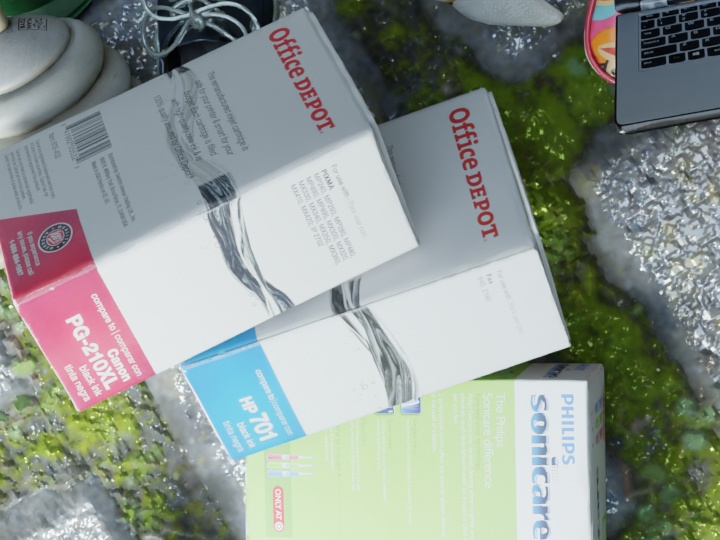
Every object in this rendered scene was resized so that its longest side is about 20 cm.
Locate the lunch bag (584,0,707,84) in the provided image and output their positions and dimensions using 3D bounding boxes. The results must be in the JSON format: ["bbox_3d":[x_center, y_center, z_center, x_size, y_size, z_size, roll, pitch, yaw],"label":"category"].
[{"bbox_3d":[0.231,-0.166,1.103,0.199,0.082,0.177,17,98,12],"label":"lunch bag"}]

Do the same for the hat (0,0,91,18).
[{"bbox_3d":[-0.240,-0.206,1.158,0.165,0.176,0.201,-4,94,15],"label":"hat"}]

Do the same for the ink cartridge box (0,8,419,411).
[{"bbox_3d":[-0.086,-0.036,1.065,0.199,0.145,0.085,-26,127,-1],"label":"ink cartridge box"}]

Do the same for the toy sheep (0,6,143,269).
[{"bbox_3d":[-0.183,-0.079,1.174,0.137,0.138,0.200,-16,129,14],"label":"toy sheep"}]

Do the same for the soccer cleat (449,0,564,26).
[{"bbox_3d":[0.108,-0.233,1.140,0.086,0.070,0.201,18,102,-3],"label":"soccer cleat"}]

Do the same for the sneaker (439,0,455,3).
[{"bbox_3d":[-0.006,-0.231,1.119,0.200,0.087,0.076,52,120,33],"label":"sneaker"}]

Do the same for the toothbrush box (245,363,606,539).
[{"bbox_3d":[0.039,0.129,1.169,0.199,0.086,0.146,-1,94,14],"label":"toothbrush box"}]

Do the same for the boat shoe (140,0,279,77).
[{"bbox_3d":[-0.090,-0.131,1.189,0.074,0.062,0.201,2,95,12],"label":"boat shoe"}]

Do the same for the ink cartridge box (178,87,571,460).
[{"bbox_3d":[0.000,0.000,1.117,0.199,0.147,0.086,-18,130,5],"label":"ink cartridge box"}]

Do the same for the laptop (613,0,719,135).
[{"bbox_3d":[0.209,-0.178,1.015,0.186,0.200,0.116,-10,121,14],"label":"laptop"}]
